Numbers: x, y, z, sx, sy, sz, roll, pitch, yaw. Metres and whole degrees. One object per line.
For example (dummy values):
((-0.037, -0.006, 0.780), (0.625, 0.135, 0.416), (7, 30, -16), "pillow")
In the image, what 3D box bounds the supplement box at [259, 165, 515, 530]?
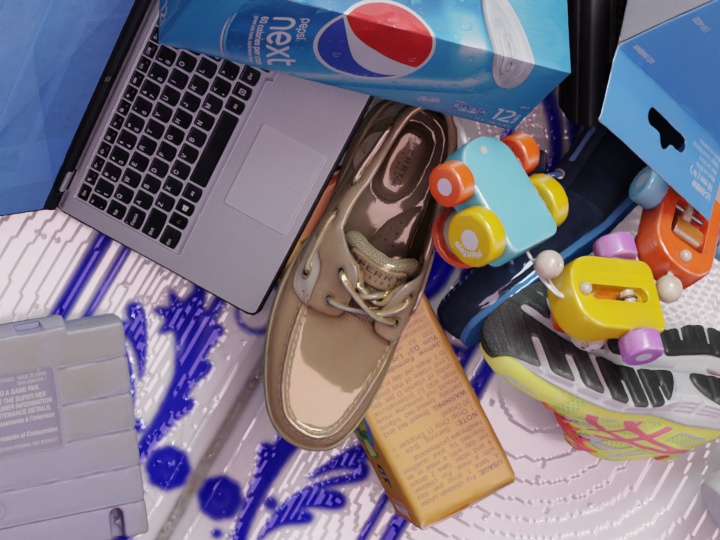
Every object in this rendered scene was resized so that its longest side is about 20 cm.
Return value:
((0.010, 0.042, 1.508), (0.069, 0.067, 0.200), (-30, 96, -8), "supplement box")

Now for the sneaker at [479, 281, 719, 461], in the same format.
((0.133, 0.069, 1.496), (0.200, 0.090, 0.078), (19, 44, -38), "sneaker")

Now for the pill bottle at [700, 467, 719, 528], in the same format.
((0.299, 0.097, 1.540), (0.200, 0.114, 0.114), (-39, 98, -7), "pill bottle")

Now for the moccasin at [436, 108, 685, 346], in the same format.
((0.105, -0.036, 1.518), (0.068, 0.080, 0.200), (45, 60, 7), "moccasin")

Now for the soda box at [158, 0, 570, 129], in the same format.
((0.003, -0.132, 1.342), (0.200, 0.064, 0.068), (12, 59, -23), "soda box")

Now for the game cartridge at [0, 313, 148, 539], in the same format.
((-0.220, 0.098, 1.466), (0.199, 0.038, 0.130), (-10, 100, -17), "game cartridge")

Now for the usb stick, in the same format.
((0.125, -0.146, 1.428), (0.033, 0.200, 0.056), (27, 65, 19), "usb stick")

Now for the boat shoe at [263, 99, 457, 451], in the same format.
((0.000, 0.000, 1.437), (0.071, 0.065, 0.201), (18, 89, -10), "boat shoe")

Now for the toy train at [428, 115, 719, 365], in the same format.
((0.111, -0.026, 1.436), (0.200, 0.056, 0.151), (30, 49, -22), "toy train")

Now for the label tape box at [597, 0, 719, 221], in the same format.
((0.200, -0.143, 1.418), (0.144, 0.063, 0.201), (34, 63, -52), "label tape box")

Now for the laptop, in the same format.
((-0.119, -0.065, 1.388), (0.200, 0.116, 0.187), (29, 124, 0), "laptop")
